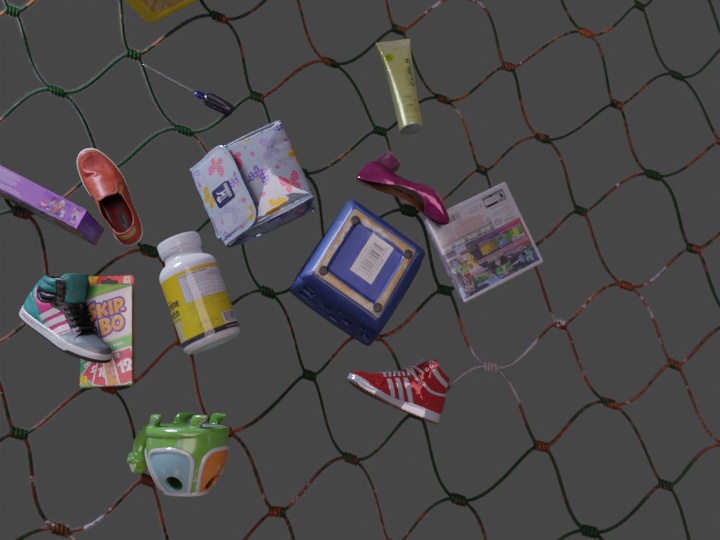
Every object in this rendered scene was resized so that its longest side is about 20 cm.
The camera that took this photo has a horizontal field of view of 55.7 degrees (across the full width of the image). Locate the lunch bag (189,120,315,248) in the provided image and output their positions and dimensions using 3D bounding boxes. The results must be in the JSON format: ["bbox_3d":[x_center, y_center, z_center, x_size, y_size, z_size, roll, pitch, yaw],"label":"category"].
[{"bbox_3d":[-0.203,-0.157,1.288,0.196,0.127,0.173,-24,82,-5],"label":"lunch bag"}]

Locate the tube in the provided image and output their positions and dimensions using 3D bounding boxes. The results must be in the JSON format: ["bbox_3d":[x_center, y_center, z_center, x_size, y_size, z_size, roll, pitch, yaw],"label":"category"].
[{"bbox_3d":[0.085,-0.386,1.412,0.057,0.051,0.206,5,70,-49],"label":"tube"}]

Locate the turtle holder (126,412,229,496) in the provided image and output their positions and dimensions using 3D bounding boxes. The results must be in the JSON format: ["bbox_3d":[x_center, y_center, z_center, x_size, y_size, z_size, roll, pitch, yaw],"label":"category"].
[{"bbox_3d":[-0.317,0.316,1.178,0.180,0.141,0.136,2,81,-10],"label":"turtle holder"}]

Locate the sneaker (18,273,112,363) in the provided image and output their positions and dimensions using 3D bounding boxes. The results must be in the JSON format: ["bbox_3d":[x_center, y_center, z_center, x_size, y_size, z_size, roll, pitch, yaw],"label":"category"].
[{"bbox_3d":[-0.500,0.068,1.200,0.197,0.083,0.123,28,96,14],"label":"sneaker"}]

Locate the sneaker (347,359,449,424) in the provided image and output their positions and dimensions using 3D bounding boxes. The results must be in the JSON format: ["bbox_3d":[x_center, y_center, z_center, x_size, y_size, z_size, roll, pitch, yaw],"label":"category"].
[{"bbox_3d":[0.078,0.203,1.294,0.196,0.071,0.115,25,81,-12],"label":"sneaker"}]

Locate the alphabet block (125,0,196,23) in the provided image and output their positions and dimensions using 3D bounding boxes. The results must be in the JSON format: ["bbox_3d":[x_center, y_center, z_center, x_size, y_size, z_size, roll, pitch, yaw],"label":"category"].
[{"bbox_3d":[-0.389,-0.632,1.287,0.192,0.195,0.205,-23,83,7],"label":"alphabet block"}]

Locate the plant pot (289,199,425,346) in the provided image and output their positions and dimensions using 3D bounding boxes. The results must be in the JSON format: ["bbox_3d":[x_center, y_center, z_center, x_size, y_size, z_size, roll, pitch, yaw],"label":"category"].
[{"bbox_3d":[0.000,0.000,1.263,0.198,0.180,0.202,34,77,0],"label":"plant pot"}]

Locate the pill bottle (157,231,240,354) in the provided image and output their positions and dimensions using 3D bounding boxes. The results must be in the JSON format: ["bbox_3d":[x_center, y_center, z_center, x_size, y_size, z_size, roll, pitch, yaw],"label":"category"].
[{"bbox_3d":[-0.300,0.040,1.243,0.109,0.112,0.205,-20,83,-12],"label":"pill bottle"}]

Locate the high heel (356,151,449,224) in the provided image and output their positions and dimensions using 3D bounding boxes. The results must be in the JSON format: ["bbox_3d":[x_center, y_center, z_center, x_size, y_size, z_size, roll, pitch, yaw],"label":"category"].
[{"bbox_3d":[0.084,-0.146,1.350,0.095,0.068,0.201,-38,80,-22],"label":"high heel"}]

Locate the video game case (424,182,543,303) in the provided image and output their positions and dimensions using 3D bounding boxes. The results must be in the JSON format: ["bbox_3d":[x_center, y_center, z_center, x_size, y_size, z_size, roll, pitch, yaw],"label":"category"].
[{"bbox_3d":[0.252,-0.058,1.393,0.196,0.023,0.186,-25,85,-13],"label":"video game case"}]

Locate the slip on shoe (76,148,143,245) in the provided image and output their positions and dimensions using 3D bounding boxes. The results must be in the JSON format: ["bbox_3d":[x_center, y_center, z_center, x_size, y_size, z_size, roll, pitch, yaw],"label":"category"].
[{"bbox_3d":[-0.469,-0.142,1.275,0.073,0.061,0.203,-27,84,-10],"label":"slip on shoe"}]

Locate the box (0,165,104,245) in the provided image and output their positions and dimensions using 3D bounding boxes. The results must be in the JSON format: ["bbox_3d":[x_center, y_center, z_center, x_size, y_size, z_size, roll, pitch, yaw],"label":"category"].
[{"bbox_3d":[-0.568,-0.119,1.217,0.196,0.137,0.040,28,77,-3],"label":"box"}]

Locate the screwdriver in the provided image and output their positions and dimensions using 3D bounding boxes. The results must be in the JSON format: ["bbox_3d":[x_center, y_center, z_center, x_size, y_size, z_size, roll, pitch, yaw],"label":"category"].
[{"bbox_3d":[-0.342,-0.360,1.354,0.196,0.029,0.028,26,78,0],"label":"screwdriver"}]

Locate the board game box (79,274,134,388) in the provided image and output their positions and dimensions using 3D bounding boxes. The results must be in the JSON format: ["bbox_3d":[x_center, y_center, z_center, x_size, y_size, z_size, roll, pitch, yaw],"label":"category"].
[{"bbox_3d":[-0.464,0.109,1.251,0.093,0.030,0.206,-2,78,-9],"label":"board game box"}]
